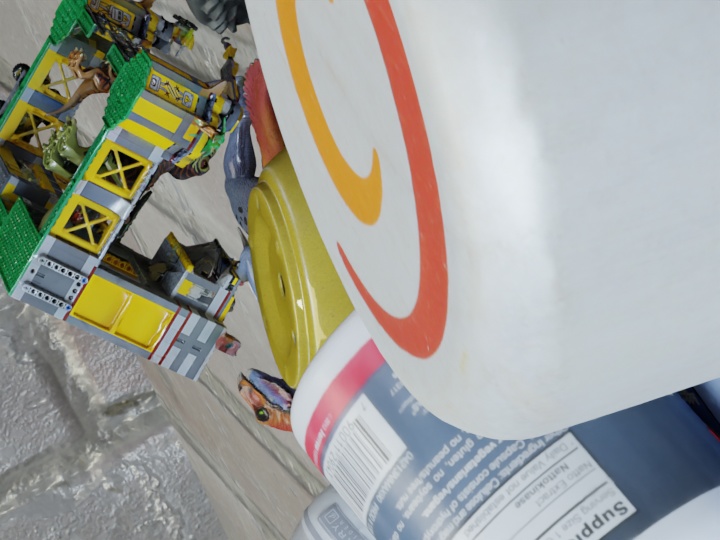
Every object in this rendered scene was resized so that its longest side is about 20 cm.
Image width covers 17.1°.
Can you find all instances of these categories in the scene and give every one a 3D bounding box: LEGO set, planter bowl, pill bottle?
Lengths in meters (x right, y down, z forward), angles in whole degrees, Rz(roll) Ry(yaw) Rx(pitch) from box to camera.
[{"bbox_3d":[-0.096,-0.041,1.112,0.116,0.154,0.200,27,-177,-26],"label":"LEGO set"},{"bbox_3d":[0.000,0.000,1.050,0.200,0.083,0.201,170,90,-78],"label":"planter bowl"},{"bbox_3d":[0.078,0.092,0.853,0.200,0.120,0.120,50,166,22],"label":"pill bottle"}]

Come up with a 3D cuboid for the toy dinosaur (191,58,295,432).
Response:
[{"bbox_3d":[-0.042,-0.006,1.182,0.200,0.105,0.182,-3,-95,-79],"label":"toy dinosaur"}]

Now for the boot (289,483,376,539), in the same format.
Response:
[{"bbox_3d":[0.007,0.134,0.985,0.074,0.096,0.200,47,-166,23],"label":"boot"}]

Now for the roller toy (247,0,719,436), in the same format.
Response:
[{"bbox_3d":[0.058,-0.063,0.575,0.200,0.140,0.183,-164,58,-75],"label":"roller toy"}]

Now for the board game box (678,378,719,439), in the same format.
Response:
[{"bbox_3d":[0.144,0.062,0.854,0.200,0.019,0.103,41,156,61],"label":"board game box"}]

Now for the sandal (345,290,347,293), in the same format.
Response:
[{"bbox_3d":[0.015,-0.060,0.894,0.207,0.059,0.079,90,162,-51],"label":"sandal"}]

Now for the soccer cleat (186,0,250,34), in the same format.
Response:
[{"bbox_3d":[-0.037,-0.138,0.946,0.073,0.068,0.200,62,-167,4],"label":"soccer cleat"}]
